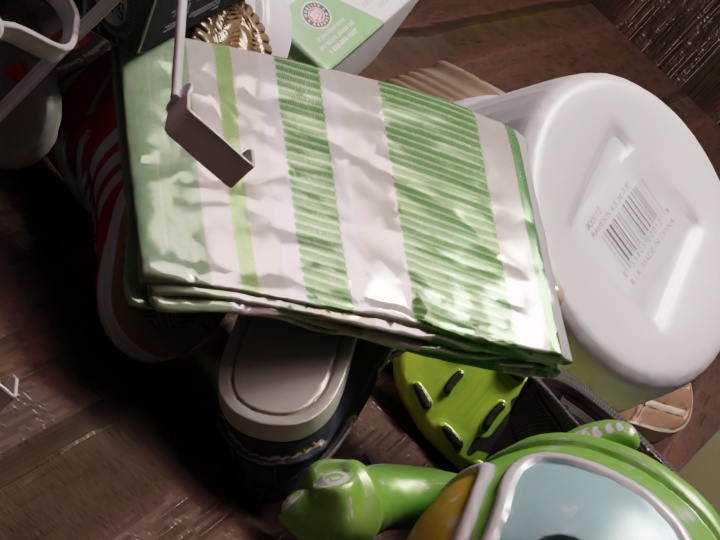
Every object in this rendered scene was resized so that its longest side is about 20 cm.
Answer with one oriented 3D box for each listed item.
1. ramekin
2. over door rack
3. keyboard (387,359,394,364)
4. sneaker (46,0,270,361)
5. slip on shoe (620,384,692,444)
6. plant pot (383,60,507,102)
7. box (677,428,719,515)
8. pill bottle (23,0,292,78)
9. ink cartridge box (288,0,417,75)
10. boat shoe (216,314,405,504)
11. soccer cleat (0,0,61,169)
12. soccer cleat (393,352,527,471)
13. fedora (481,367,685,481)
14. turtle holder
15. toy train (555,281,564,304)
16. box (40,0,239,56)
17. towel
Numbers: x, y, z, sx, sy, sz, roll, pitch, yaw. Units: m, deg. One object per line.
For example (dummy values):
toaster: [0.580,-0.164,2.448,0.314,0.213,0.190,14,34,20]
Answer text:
ramekin: [0.119,-0.012,1.456,0.200,0.098,0.201,16,65,-40]
over door rack: [-0.123,-0.066,1.028,0.067,0.148,0.200,34,24,-32]
keyboard: [0.073,0.009,1.483,0.200,0.011,0.056,-13,83,-46]
sneaker: [-0.107,-0.030,1.195,0.071,0.112,0.201,43,41,-32]
slip on shoe: [0.102,0.054,1.547,0.199,0.061,0.076,19,64,-28]
plant pot: [0.067,-0.064,1.607,0.200,0.093,0.201,30,1,0]
box: [0.309,0.149,1.585,0.200,0.176,0.097,47,15,16]
pill bottle: [-0.124,-0.145,1.367,0.120,0.120,0.200,51,17,30]
ink cartridge box: [-0.077,-0.192,1.603,0.200,0.088,0.145,42,42,3]
boat shoe: [-0.012,0.019,1.165,0.075,0.062,0.200,12,44,6]
soccer cleat: [-0.186,-0.116,1.230,0.200,0.069,0.078,49,12,32]
soccer cleat: [0.091,0.101,1.403,0.200,0.065,0.084,35,-14,-15]
fedora: [0.106,0.125,1.274,0.177,0.090,0.200,45,7,2]
turtle holder: [0.069,0.128,1.067,0.186,0.141,0.132,56,33,9]
toy train: [0.000,0.000,1.300,0.150,0.056,0.200,13,10,-28]
box: [-0.108,-0.181,1.210,0.160,0.044,0.200,31,33,14]
towel: [-0.010,-0.028,1.140,0.199,0.023,0.153,11,48,-22]
